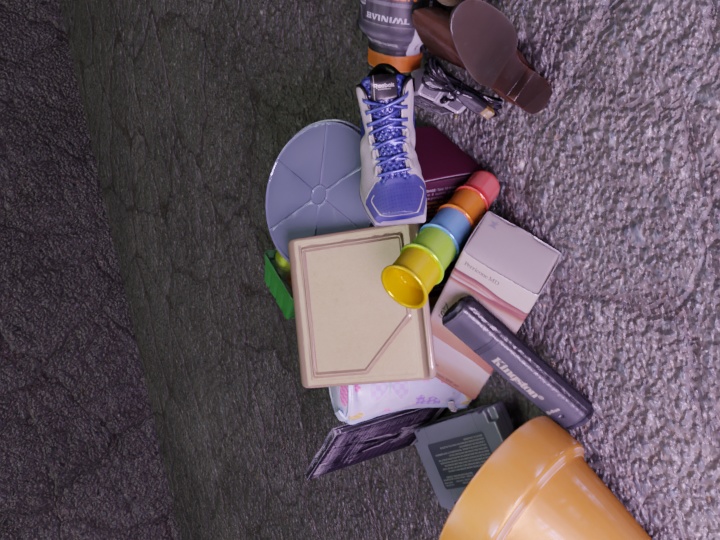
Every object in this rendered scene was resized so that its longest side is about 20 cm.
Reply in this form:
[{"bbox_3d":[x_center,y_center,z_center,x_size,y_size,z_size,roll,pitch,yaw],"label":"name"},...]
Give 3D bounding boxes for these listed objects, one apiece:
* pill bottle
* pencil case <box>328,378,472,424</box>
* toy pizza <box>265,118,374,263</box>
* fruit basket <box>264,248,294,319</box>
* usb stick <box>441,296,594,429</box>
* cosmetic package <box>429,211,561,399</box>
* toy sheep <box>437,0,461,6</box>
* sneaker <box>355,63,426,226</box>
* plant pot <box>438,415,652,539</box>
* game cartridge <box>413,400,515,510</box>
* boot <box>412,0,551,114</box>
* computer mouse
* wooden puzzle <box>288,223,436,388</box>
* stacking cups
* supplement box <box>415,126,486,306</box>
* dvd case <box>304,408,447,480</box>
[{"bbox_3d":[0.052,-0.354,1.072,0.106,0.105,0.203,43,136,48],"label":"pill bottle"},{"bbox_3d":[0.056,0.148,1.142,0.083,0.196,0.093,-178,86,-68],"label":"pencil case"},{"bbox_3d":[-0.046,-0.097,1.132,0.197,0.031,0.205,-5,82,36],"label":"toy pizza"},{"bbox_3d":[-0.091,-0.023,1.501,0.186,0.092,0.202,54,127,39],"label":"fruit basket"},{"bbox_3d":[0.174,0.104,0.959,0.199,0.033,0.055,41,138,-6],"label":"usb stick"},{"bbox_3d":[0.143,0.046,1.017,0.102,0.087,0.202,30,135,10],"label":"cosmetic package"},{"bbox_3d":[0.113,-0.380,0.925,0.139,0.136,0.202,59,150,34],"label":"toy sheep"},{"bbox_3d":[0.027,-0.158,0.986,0.116,0.079,0.203,73,-169,-60],"label":"sneaker"},{"bbox_3d":[0.211,0.293,0.919,0.182,0.199,0.203,37,133,29],"label":"plant pot"},{"bbox_3d":[0.151,0.255,1.143,0.199,0.041,0.135,-32,83,57],"label":"game cartridge"},{"bbox_3d":[0.104,-0.264,0.954,0.064,0.186,0.200,-46,46,7],"label":"boot"},{"bbox_3d":[0.096,-0.224,1.050,0.045,0.108,0.200,-67,19,5],"label":"computer mouse"},{"bbox_3d":[0.001,0.044,1.057,0.197,0.037,0.189,-8,87,31],"label":"wooden puzzle"},{"bbox_3d":[0.096,-0.047,0.985,0.060,0.201,0.061,24,144,19],"label":"stacking cups"},{"bbox_3d":[0.072,-0.067,1.134,0.131,0.102,0.203,51,142,44],"label":"supplement box"},{"bbox_3d":[0.027,0.232,1.217,0.016,0.197,0.150,63,148,26],"label":"dvd case"}]
